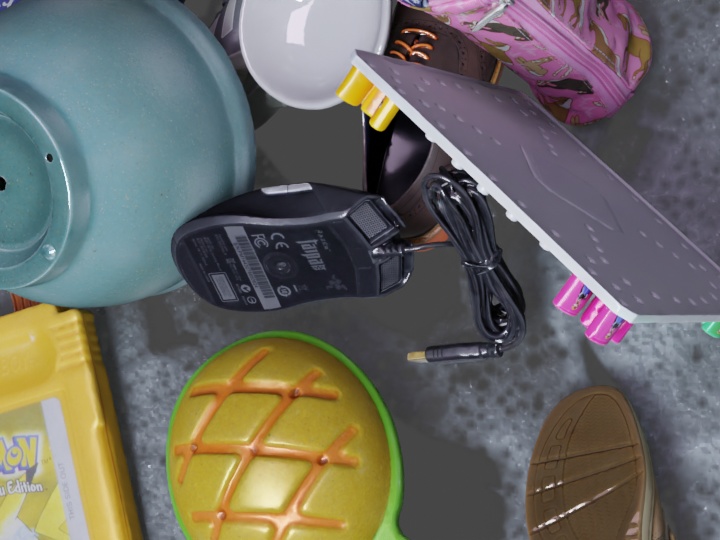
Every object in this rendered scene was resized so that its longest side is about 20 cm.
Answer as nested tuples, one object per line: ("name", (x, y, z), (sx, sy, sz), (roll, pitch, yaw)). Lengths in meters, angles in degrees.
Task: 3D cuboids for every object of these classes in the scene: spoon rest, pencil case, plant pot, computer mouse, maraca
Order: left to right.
("plant pot", (-0.179, -0.063, 0.979), (0.199, 0.134, 0.202), (9, 111, 25))
("maraca", (-0.035, 0.128, 0.934), (0.137, 0.107, 0.201), (-30, 69, 10))
("spoon rest", (-0.004, -0.187, 0.954), (0.099, 0.061, 0.201), (31, 98, 25))
("computer mouse", (0.000, 0.000, 0.954), (0.199, 0.141, 0.046), (-10, 40, 27))
("pencil case", (0.088, -0.145, 0.905), (0.082, 0.200, 0.087), (-3, 75, 31))

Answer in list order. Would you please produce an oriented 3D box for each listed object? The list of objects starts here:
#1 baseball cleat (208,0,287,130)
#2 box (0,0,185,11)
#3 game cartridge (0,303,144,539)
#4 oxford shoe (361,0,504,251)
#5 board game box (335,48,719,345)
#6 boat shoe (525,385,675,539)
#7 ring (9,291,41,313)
("baseball cleat", (-0.061, -0.160, 1.048), (0.200, 0.070, 0.107), (-42, 50, 5))
("box", (-0.201, -0.140, 1.108), (0.121, 0.032, 0.201), (28, 89, 25))
("game cartridge", (-0.227, 0.134, 1.035), (0.175, 0.032, 0.201), (-17, 81, 16))
("oxford shoe", (0.040, -0.116, 0.983), (0.071, 0.072, 0.202), (2, 78, 21))
("board game box", (0.103, -0.034, 0.874), (0.200, 0.200, 0.026), (46, 111, 24))
("boat shoe", (0.134, 0.158, 0.886), (0.071, 0.064, 0.201), (-18, 53, 25))
("ring", (-0.285, 0.044, 1.103), (0.199, 0.019, 0.202), (-5, 75, 19))
